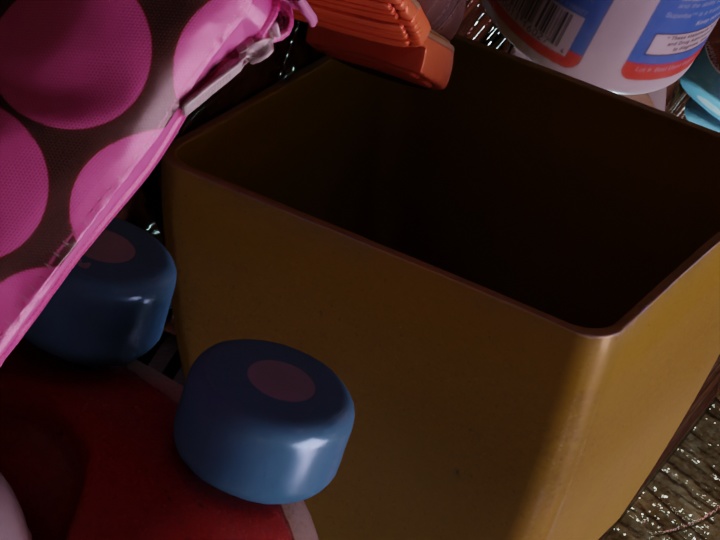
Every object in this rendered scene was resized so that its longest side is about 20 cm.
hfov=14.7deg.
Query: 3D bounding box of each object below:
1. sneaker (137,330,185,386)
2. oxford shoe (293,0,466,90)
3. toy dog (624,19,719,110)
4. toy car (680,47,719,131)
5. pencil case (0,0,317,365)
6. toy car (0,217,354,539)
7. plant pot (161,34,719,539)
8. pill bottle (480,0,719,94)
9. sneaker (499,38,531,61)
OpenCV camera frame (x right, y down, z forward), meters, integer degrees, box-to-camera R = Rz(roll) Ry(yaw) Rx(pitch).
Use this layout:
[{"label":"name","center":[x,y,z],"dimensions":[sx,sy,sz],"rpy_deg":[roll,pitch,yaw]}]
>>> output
[{"label":"sneaker","center":[-0.121,0.116,1.216],"dimensions":[0.200,0.074,0.088],"rpy_deg":[-54,172,5]},{"label":"oxford shoe","center":[0.004,-0.123,1.059],"dimensions":[0.200,0.071,0.073],"rpy_deg":[38,70,-81]},{"label":"toy dog","center":[0.164,-0.104,1.519],"dimensions":[0.200,0.096,0.132],"rpy_deg":[-47,-159,-3]},{"label":"toy car","center":[0.347,-0.130,1.864],"dimensions":[0.185,0.200,0.177],"rpy_deg":[-51,167,-3]},{"label":"pencil case","center":[-0.103,-0.030,0.835],"dimensions":[0.200,0.094,0.091],"rpy_deg":[-53,167,6]},{"label":"toy car","center":[-0.132,0.106,0.975],"dimensions":[0.200,0.177,0.185],"rpy_deg":[-17,134,-47]},{"label":"plant pot","center":[0.039,0.031,1.160],"dimensions":[0.200,0.200,0.177],"rpy_deg":[-35,142,-53]},{"label":"pill bottle","center":[0.135,-0.184,1.212],"dimensions":[0.112,0.112,0.200],"rpy_deg":[-38,162,-47]},{"label":"sneaker","center":[0.092,-0.096,1.422],"dimensions":[0.200,0.074,0.080],"rpy_deg":[-50,-175,-13]}]
